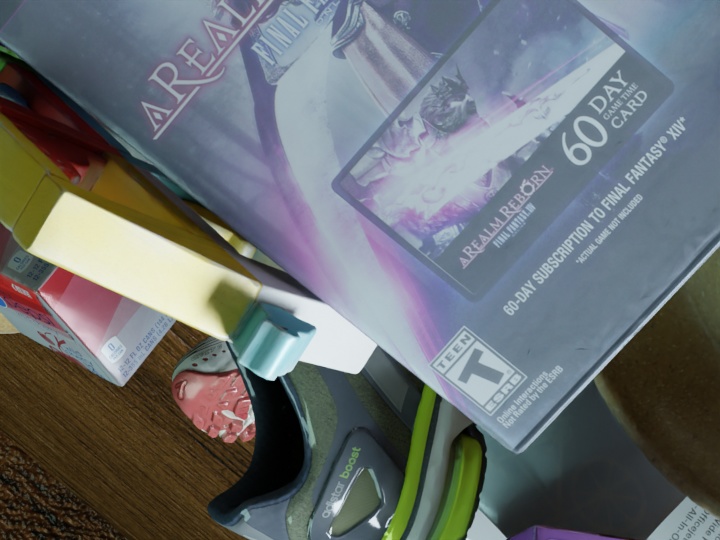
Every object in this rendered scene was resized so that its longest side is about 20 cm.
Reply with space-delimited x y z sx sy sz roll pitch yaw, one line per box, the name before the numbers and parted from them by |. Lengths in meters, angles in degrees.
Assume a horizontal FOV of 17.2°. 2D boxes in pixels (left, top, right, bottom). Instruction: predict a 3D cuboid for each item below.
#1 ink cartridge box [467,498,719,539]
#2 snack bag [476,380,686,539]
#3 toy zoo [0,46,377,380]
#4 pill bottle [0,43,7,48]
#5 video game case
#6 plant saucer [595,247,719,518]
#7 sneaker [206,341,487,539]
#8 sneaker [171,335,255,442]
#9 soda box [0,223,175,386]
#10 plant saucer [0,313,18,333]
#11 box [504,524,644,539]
ink cartridge box | 0.105 0.086 0.987 0.200 0.084 0.145 36 -167 8
snack bag | 0.067 -0.007 0.791 0.189 0.200 0.021 44 -150 13
toy zoo | -0.075 -0.028 0.687 0.131 0.021 0.200 23 -167 -45
pill bottle | -0.112 -0.128 0.672 0.112 0.113 0.200 25 -177 39
video game case | 0.013 -0.062 0.630 0.200 0.143 0.019 38 -162 -12
plant saucer | 0.135 -0.020 0.681 0.200 0.035 0.201 14 109 47
sneaker | 0.000 0.000 0.747 0.081 0.201 0.074 5 179 -25
sneaker | -0.025 0.003 1.029 0.082 0.200 0.078 42 131 4
soda box | -0.064 -0.059 0.900 0.070 0.200 0.063 22 158 43
plant saucer | -0.135 -0.064 1.041 0.035 0.200 0.200 23 159 48
box | 0.119 0.126 0.776 0.199 0.039 0.137 10 160 -18
